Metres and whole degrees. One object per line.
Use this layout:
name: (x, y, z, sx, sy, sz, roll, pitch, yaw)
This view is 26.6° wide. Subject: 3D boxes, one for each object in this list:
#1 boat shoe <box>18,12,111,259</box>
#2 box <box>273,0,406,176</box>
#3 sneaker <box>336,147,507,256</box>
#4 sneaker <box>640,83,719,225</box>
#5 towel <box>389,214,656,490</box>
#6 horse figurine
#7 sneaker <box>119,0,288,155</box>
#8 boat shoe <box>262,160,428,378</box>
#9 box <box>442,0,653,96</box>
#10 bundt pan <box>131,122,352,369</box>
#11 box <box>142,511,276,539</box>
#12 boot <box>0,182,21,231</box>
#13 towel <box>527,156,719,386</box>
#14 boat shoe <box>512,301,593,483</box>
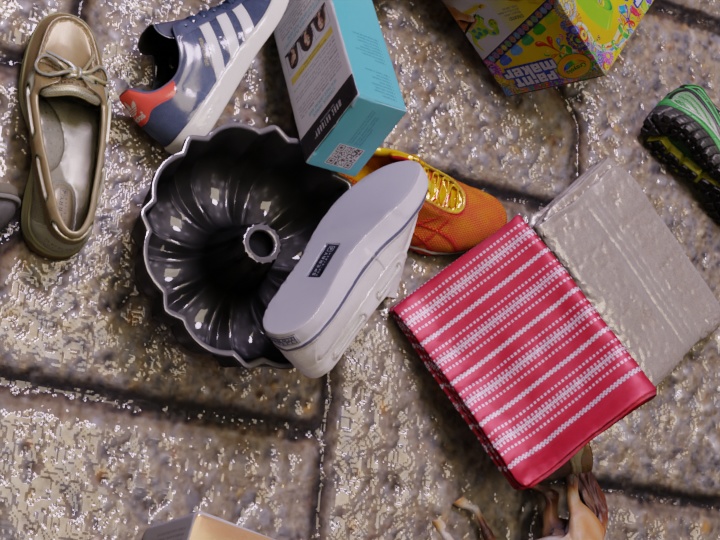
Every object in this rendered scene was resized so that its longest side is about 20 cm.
boat shoe: (-0.226, -0.111, 1.180, 0.073, 0.063, 0.201, 11, 71, -26)
box: (-0.023, -0.180, 1.254, 0.049, 0.082, 0.200, 14, 44, -32)
sneaker: (0.046, -0.062, 1.308, 0.200, 0.077, 0.073, 13, 68, -27)
sneaker: (0.372, -0.106, 1.498, 0.200, 0.078, 0.085, 46, 59, -9)
towel: (0.133, 0.067, 1.270, 0.145, 0.022, 0.200, -35, 69, -1)
horse figurine: (0.148, 0.231, 1.294, 0.200, 0.050, 0.133, -31, 84, -29)
sneaker: (-0.129, -0.193, 1.252, 0.084, 0.075, 0.200, 36, 61, -17)
boat shoe: (0.000, 0.000, 1.190, 0.200, 0.071, 0.070, -57, 132, -32)
box: (0.172, -0.302, 1.391, 0.193, 0.122, 0.200, 52, 55, -26)
bundt pan: (-0.093, -0.012, 1.216, 0.202, 0.076, 0.202, 9, 71, -26)
box: (-0.098, 0.298, 1.106, 0.152, 0.106, 0.200, 23, 66, -22)
boot: (-0.305, 0.049, 1.086, 0.182, 0.073, 0.200, -18, 78, -18)
towel: (0.247, 0.004, 1.424, 0.133, 0.034, 0.200, -38, 96, -30)
boat shoe: (0.135, 0.090, 1.309, 0.072, 0.072, 0.200, -20, 65, 1)
